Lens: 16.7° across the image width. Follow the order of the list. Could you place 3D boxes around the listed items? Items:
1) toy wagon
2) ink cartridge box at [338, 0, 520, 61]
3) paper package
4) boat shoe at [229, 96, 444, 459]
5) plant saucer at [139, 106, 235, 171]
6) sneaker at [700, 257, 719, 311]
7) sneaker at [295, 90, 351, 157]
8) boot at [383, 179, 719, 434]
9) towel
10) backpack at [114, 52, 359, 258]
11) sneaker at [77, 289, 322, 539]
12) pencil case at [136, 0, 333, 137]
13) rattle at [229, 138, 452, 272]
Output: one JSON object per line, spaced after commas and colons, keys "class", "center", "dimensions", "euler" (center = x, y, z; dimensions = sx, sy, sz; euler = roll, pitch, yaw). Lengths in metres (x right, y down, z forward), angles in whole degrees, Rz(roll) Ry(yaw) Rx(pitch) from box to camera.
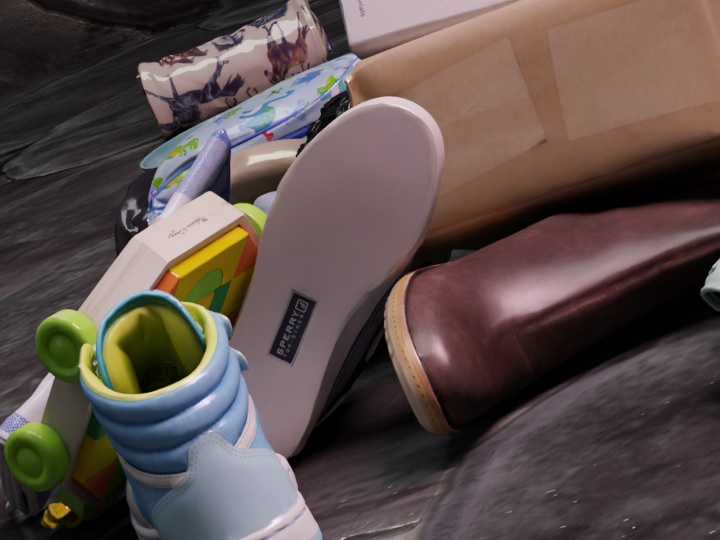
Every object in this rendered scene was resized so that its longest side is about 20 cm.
{"class": "toy wagon", "center": [-0.108, 0.055, 1.189], "dimensions": [0.155, 0.040, 0.200], "euler": [-35, -28, -51]}
{"class": "ink cartridge box", "center": [0.097, -0.164, 1.307], "dimensions": [0.200, 0.084, 0.145], "euler": [-14, -11, 11]}
{"class": "paper package", "center": [0.130, -0.083, 1.261], "dimensions": [0.200, 0.104, 0.191], "euler": [-19, -10, 28]}
{"class": "boat shoe", "center": [-0.011, -0.003, 1.195], "dimensions": [0.200, 0.075, 0.093], "euler": [-61, -7, 22]}
{"class": "plant saucer", "center": [-0.092, -0.115, 2.107], "dimensions": [0.200, 0.036, 0.200], "euler": [-23, 11, 5]}
{"class": "sneaker", "center": [0.176, -0.047, 1.028], "dimensions": [0.118, 0.074, 0.200], "euler": [-33, 53, 2]}
{"class": "sneaker", "center": [-0.015, -0.002, 1.318], "dimensions": [0.074, 0.079, 0.200], "euler": [4, 59, 56]}
{"class": "boot", "center": [0.107, 0.003, 1.138], "dimensions": [0.166, 0.072, 0.200], "euler": [-21, 9, 21]}
{"class": "towel", "center": [-0.127, 0.030, 1.264], "dimensions": [0.200, 0.024, 0.147], "euler": [-57, -6, -18]}
{"class": "backpack", "center": [-0.045, -0.057, 1.573], "dimensions": [0.200, 0.154, 0.163], "euler": [-6, 10, 17]}
{"class": "sneaker", "center": [-0.081, 0.064, 1.096], "dimensions": [0.079, 0.131, 0.200], "euler": [-27, 12, -13]}
{"class": "pencil case", "center": [-0.129, -0.204, 2.443], "dimensions": [0.200, 0.078, 0.089], "euler": [-22, 33, 6]}
{"class": "rattle", "center": [0.000, 0.000, 1.377], "dimensions": [0.200, 0.130, 0.143], "euler": [4, 26, 1]}
